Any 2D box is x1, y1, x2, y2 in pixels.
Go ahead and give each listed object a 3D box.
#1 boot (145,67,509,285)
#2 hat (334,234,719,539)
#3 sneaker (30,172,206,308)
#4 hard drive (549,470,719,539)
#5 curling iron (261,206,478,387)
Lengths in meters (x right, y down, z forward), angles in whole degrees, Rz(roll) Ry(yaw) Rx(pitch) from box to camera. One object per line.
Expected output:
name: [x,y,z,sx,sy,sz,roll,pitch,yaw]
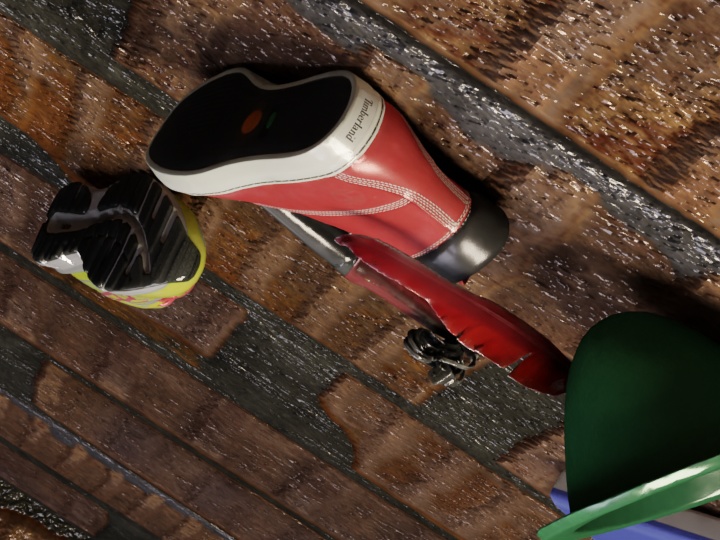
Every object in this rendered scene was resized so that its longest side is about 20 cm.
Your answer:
boot: [-0.015,-0.038,1.530,0.144,0.073,0.200,39,161,-30]
hat: [0.134,0.030,1.482,0.165,0.176,0.200,-27,166,33]
sneaker: [-0.135,-0.012,1.893,0.090,0.078,0.200,30,174,-26]
hard drive: [0.226,0.188,1.863,0.200,0.025,0.132,14,158,51]
curling iron: [0.000,0.000,1.701,0.200,0.026,0.050,43,-160,-24]
